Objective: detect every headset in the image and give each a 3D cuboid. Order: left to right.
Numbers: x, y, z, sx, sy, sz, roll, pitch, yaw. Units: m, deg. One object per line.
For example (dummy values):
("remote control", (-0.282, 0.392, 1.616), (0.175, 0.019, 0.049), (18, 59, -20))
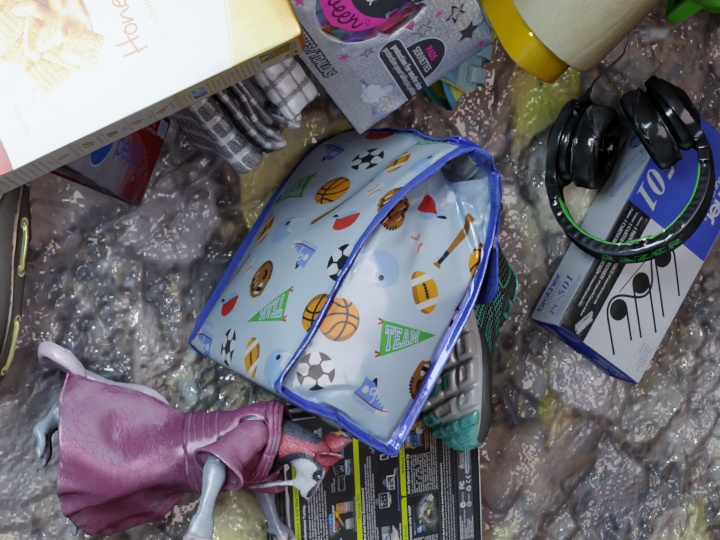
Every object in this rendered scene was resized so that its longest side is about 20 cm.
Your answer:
("headset", (0.190, -0.108, 1.070), (0.094, 0.122, 0.203), (41, 39, -60))

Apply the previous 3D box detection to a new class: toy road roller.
("toy road roller", (0.151, -0.206, 0.923), (0.145, 0.202, 0.123), (22, 126, -38))

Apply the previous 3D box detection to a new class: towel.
("towel", (-0.114, -0.148, 0.883), (0.085, 0.200, 0.166), (-38, 110, -2))

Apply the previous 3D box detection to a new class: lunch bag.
("lunch bag", (0.000, 0.000, 0.967), (0.123, 0.169, 0.202), (31, 82, -30))

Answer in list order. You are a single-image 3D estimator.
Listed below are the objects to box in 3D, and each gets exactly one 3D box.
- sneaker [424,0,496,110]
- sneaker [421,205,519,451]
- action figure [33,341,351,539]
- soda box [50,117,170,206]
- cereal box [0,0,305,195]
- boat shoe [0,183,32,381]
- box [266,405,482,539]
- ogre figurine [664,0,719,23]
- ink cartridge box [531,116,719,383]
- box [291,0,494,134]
("sneaker", (0.095, -0.185, 1.042), (0.197, 0.079, 0.133), (-8, 97, -13))
("sneaker", (0.081, 0.027, 1.044), (0.090, 0.077, 0.203), (2, 78, -36))
("action figure", (-0.104, 0.117, 0.955), (0.197, 0.134, 0.151), (-9, 75, 4))
("soda box", (-0.173, -0.091, 0.862), (0.069, 0.200, 0.064), (21, 86, 6))
("cereal box", (-0.145, -0.139, 0.743), (0.198, 0.040, 0.145), (-26, 84, -1))
("boat shoe", (-0.241, -0.024, 0.916), (0.059, 0.071, 0.203), (24, 69, -64))
("box", (0.011, 0.193, 1.063), (0.158, 0.044, 0.203), (-6, 98, -23))
("ogre figurine", (0.277, -0.253, 1.111), (0.199, 0.097, 0.121), (35, 63, -38))
("ink cartridge box", (0.222, -0.024, 1.134), (0.094, 0.044, 0.202), (34, 81, -25))
("box", (-0.012, -0.196, 0.871), (0.114, 0.133, 0.200), (-34, 154, 6))
